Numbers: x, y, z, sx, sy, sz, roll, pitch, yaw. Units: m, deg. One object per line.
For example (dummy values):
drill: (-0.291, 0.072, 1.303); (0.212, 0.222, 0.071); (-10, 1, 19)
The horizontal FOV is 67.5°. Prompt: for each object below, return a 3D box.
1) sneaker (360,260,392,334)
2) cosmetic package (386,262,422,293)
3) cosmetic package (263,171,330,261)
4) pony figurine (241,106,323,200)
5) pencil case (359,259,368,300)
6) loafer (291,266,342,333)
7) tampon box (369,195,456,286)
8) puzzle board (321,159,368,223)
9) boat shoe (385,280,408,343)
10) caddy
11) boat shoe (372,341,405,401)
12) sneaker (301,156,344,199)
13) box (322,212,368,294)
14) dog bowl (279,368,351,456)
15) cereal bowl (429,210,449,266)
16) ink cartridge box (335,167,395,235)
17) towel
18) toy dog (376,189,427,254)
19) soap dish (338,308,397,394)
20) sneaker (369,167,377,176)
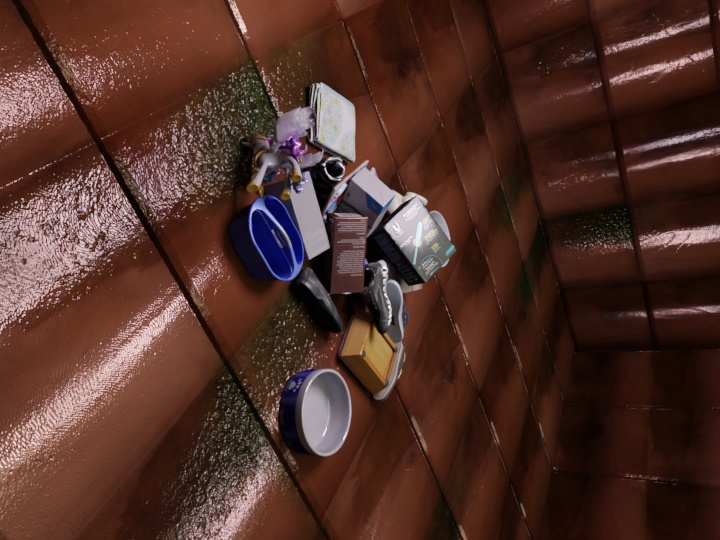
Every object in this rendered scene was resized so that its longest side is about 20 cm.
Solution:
sneaker: (0.035, 0.073, 1.486); (0.088, 0.066, 0.208); (1, 81, -35)
cosmetic package: (0.112, 0.023, 1.707); (0.198, 0.085, 0.107); (-11, 93, -56)
cosmetic package: (-0.156, -0.132, 1.343); (0.106, 0.088, 0.206); (-30, 106, -54)
pony figurine: (-0.175, -0.256, 1.214); (0.169, 0.186, 0.204); (79, -1, -51)
pencil case: (0.000, 0.000, 1.549); (0.077, 0.087, 0.203); (-34, 119, -8)
loafer: (-0.099, 0.079, 1.400); (0.203, 0.071, 0.073); (59, 36, -32)
tampon box: (0.152, -0.083, 1.575); (0.149, 0.126, 0.202); (-41, 98, -19)
puzzle board: (-0.049, -0.206, 1.476); (0.017, 0.152, 0.200); (35, 42, 5)
boat shoe: (0.101, 0.105, 1.592); (0.091, 0.068, 0.206); (-58, 147, -56)
caddy: (-0.205, -0.070, 1.235); (0.203, 0.102, 0.143); (62, 38, -27)
boat shoe: (0.091, 0.311, 1.639); (0.060, 0.070, 0.204); (58, 42, -42)
sneaker: (-0.075, -0.247, 1.456); (0.198, 0.111, 0.078); (12, 72, -54)
box: (-0.041, -0.047, 1.425); (0.097, 0.075, 0.207); (-2, 105, -24)
dog bowl: (-0.108, 0.347, 1.327); (0.198, 0.077, 0.208); (17, 70, -54)
cereal bowl: (0.248, -0.108, 1.939); (0.198, 0.081, 0.208); (15, 72, -55)
ink cartridge box: (0.005, -0.168, 1.481); (0.115, 0.201, 0.067); (40, 54, 6)
towel: (-0.079, -0.421, 1.545); (0.198, 0.047, 0.178); (14, 75, -54)
toy dog: (0.117, -0.144, 1.708); (0.191, 0.137, 0.206); (28, 61, -35)
soap dish: (0.028, 0.234, 1.549); (0.202, 0.079, 0.160); (55, 43, -37)
sneaker: (0.016, -0.245, 1.630); (0.202, 0.086, 0.082); (-80, 147, -61)
